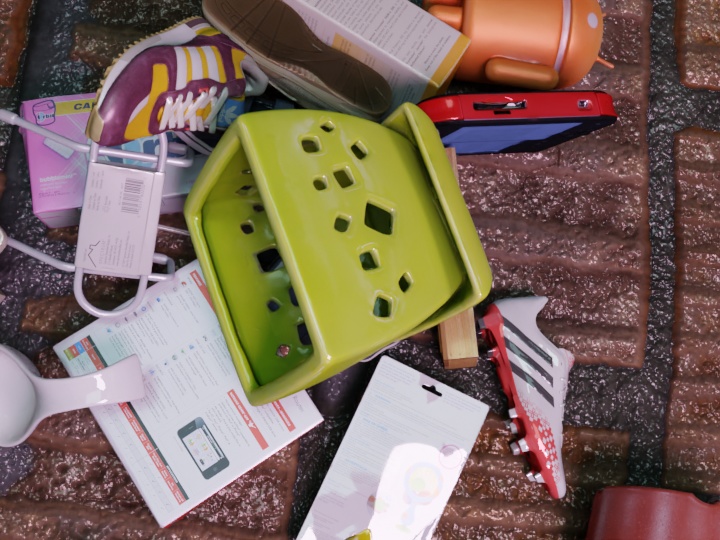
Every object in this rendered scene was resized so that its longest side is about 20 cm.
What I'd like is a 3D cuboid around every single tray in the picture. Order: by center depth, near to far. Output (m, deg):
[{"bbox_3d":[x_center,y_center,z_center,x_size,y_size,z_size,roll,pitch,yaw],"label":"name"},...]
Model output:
[{"bbox_3d":[0.086,-0.008,0.884,0.037,0.099,0.201,-7,78,5],"label":"tray"}]

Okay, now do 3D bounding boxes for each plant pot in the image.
[{"bbox_3d":[-0.018,-0.018,0.751,0.181,0.199,0.201,-17,81,-27],"label":"plant pot"},{"bbox_3d":[0.271,0.305,0.798,0.200,0.201,0.196,15,69,-2],"label":"plant pot"}]

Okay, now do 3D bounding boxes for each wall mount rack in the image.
[{"bbox_3d":[-0.245,-0.062,0.812,0.173,0.075,0.201,8,112,-17],"label":"wall mount rack"}]

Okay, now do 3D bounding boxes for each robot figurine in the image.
[{"bbox_3d":[0.162,-0.251,0.935,0.199,0.144,0.117,5,104,-4],"label":"robot figurine"}]

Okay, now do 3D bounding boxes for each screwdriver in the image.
[{"bbox_3d":[-0.173,-0.041,0.882,0.199,0.028,0.029,18,78,-18],"label":"screwdriver"}]

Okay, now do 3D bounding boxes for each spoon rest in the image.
[{"bbox_3d":[-0.292,0.108,0.812,0.199,0.061,0.100,-9,94,25],"label":"spoon rest"}]

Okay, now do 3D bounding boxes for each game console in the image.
[{"bbox_3d":[0.122,-0.132,0.859,0.199,0.177,0.031,-4,83,-18],"label":"game console"}]

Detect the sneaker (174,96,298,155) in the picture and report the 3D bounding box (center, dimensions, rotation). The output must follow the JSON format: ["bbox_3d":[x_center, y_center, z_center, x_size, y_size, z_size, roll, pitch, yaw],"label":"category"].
[{"bbox_3d":[-0.096,-0.135,0.859,0.200,0.079,0.079,32,56,-33],"label":"sneaker"}]

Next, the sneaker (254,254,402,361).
[{"bbox_3d":[-0.001,0.001,0.892,0.146,0.077,0.202,40,68,-6],"label":"sneaker"}]

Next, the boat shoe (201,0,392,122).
[{"bbox_3d":[-0.067,-0.196,0.859,0.200,0.065,0.072,31,58,-8],"label":"boat shoe"}]

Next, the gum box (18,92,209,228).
[{"bbox_3d":[-0.233,-0.114,0.896,0.199,0.066,0.114,-8,80,-6],"label":"gum box"}]

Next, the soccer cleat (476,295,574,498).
[{"bbox_3d":[0.177,0.120,0.884,0.085,0.069,0.201,-17,75,-4],"label":"soccer cleat"}]

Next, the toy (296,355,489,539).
[{"bbox_3d":[0.028,0.197,0.864,0.115,0.047,0.200,26,81,-3],"label":"toy"}]

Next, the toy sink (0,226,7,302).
[{"bbox_3d":[-0.421,0.008,0.832,0.130,0.112,0.200,41,83,4],"label":"toy sink"}]

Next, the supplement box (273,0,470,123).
[{"bbox_3d":[-0.004,-0.226,0.906,0.200,0.126,0.074,32,66,2],"label":"supplement box"}]

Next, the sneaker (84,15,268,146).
[{"bbox_3d":[-0.143,-0.146,0.742,0.090,0.075,0.200,33,39,-1],"label":"sneaker"}]

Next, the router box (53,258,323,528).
[{"bbox_3d":[-0.162,0.111,0.864,0.179,0.049,0.200,-32,82,-11],"label":"router box"}]
